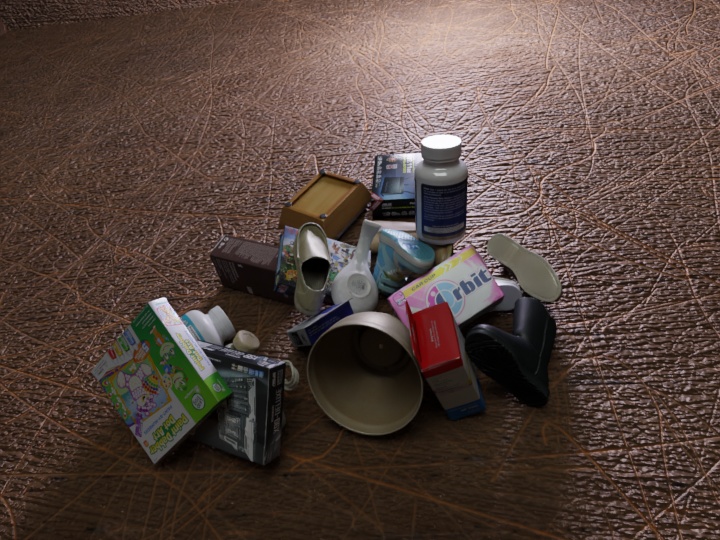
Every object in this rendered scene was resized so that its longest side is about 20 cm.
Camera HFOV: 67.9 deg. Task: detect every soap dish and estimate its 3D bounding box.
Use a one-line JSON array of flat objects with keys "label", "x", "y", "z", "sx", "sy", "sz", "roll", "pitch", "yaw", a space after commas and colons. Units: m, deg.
[{"label": "soap dish", "x": -0.086, "y": -0.158, "z": 1.309, "sx": 0.155, "sy": 0.082, "sz": 0.200, "roll": 21, "pitch": 51, "yaw": 28}]

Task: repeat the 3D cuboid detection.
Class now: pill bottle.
[{"label": "pill bottle", "x": -0.340, "y": 0.152, "z": 1.026, "sx": 0.198, "sy": 0.112, "sz": 0.110, "roll": -35, "pitch": 49, "yaw": -24}, {"label": "pill bottle", "x": 0.166, "y": -0.166, "z": 1.100, "sx": 0.108, "sy": 0.204, "sz": 0.112, "roll": -4, "pitch": 32, "yaw": 2}]

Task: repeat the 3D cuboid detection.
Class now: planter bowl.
[{"label": "planter bowl", "x": 0.023, "y": 0.155, "z": 0.916, "sx": 0.195, "sy": 0.205, "sz": 0.135, "roll": 6, "pitch": 22, "yaw": 16}]

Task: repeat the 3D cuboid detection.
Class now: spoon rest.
[{"label": "spoon rest", "x": 0.000, "y": 0.000, "z": 1.079, "sx": 0.097, "sy": 0.061, "sz": 0.204, "roll": 18, "pitch": 64, "yaw": -8}]

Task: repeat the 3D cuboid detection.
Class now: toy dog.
[{"label": "toy dog", "x": -0.210, "y": 0.196, "z": 0.955, "sx": 0.198, "sy": 0.135, "sz": 0.095, "roll": 26, "pitch": 13, "yaw": 40}]

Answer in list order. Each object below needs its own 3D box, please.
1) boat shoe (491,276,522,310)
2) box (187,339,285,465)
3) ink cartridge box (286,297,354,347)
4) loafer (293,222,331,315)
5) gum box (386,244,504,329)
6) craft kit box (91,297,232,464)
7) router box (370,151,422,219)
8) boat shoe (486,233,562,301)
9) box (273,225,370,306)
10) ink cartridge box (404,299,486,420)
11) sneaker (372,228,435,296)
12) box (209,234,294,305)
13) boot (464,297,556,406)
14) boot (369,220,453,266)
[{"label": "boat shoe", "x": 0.222, "y": 0.040, "z": 1.074, "sx": 0.195, "sy": 0.073, "sz": 0.070, "roll": -1, "pitch": 17, "yaw": 15}, {"label": "box", "x": -0.221, "y": 0.215, "z": 0.898, "sx": 0.196, "sy": 0.162, "sz": 0.049, "roll": 9, "pitch": 8, "yaw": 27}, {"label": "ink cartridge box", "x": -0.073, "y": 0.100, "z": 0.989, "sx": 0.098, "sy": 0.200, "sz": 0.040, "roll": -31, "pitch": 90, "yaw": -19}, {"label": "loafer", "x": -0.087, "y": -0.014, "z": 1.024, "sx": 0.074, "sy": 0.068, "sz": 0.204, "roll": 10, "pitch": 55, "yaw": -23}, {"label": "gum box", "x": 0.162, "y": 0.053, "z": 0.998, "sx": 0.198, "sy": 0.066, "sz": 0.115, "roll": -32, "pitch": 72, "yaw": 0}, {"label": "craft kit box", "x": -0.335, "y": 0.185, "z": 0.892, "sx": 0.198, "sy": 0.200, "sz": 0.048, "roll": 49, "pitch": 23, "yaw": 5}, {"label": "router box", "x": 0.105, "y": -0.215, "z": 1.343, "sx": 0.146, "sy": 0.063, "sz": 0.203, "roll": -2, "pitch": 45, "yaw": 7}, {"label": "boat shoe", "x": 0.339, "y": -0.003, "z": 1.085, "sx": 0.072, "sy": 0.059, "sz": 0.200, "roll": -54, "pitch": 45, "yaw": 13}, {"label": "box", "x": -0.073, "y": -0.001, "z": 1.095, "sx": 0.196, "sy": 0.038, "sz": 0.139, "roll": 15, "pitch": 53, "yaw": -20}, {"label": "ink cartridge box", "x": 0.139, "y": 0.140, "z": 0.877, "sx": 0.066, "sy": 0.201, "sz": 0.118, "roll": -20, "pitch": 42, "yaw": 14}, {"label": "sneaker", "x": 0.083, "y": 0.002, "z": 1.068, "sx": 0.078, "sy": 0.134, "sz": 0.200, "roll": 7, "pitch": 16, "yaw": -17}, {"label": "box", "x": -0.221, "y": -0.002, "z": 1.167, "sx": 0.196, "sy": 0.101, "sz": 0.076, "roll": 11, "pitch": 48, "yaw": 22}, {"label": "boot", "x": 0.262, "y": 0.110, "z": 0.919, "sx": 0.076, "sy": 0.199, "sz": 0.170, "roll": -29, "pitch": 28, "yaw": 43}, {"label": "boot", "x": 0.107, "y": -0.051, "z": 1.183, "sx": 0.195, "sy": 0.067, "sz": 0.176, "roll": 1, "pitch": 33, "yaw": 10}]
